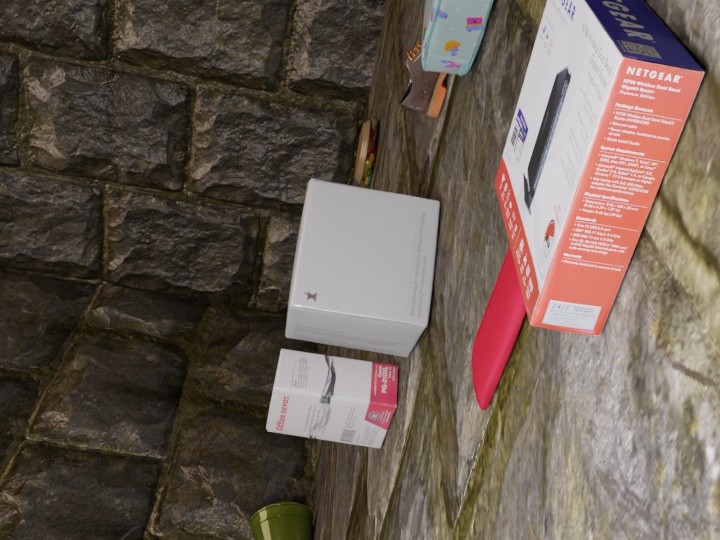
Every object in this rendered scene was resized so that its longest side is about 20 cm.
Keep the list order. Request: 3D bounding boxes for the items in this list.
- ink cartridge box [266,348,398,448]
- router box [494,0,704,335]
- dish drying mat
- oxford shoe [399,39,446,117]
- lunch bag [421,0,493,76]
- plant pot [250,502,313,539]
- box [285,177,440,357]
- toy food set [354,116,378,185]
[{"bbox_3d":[-0.048,0.213,1.464,0.145,0.198,0.085,105,172,-50],"label":"ink cartridge box"},{"bbox_3d":[0.146,-0.088,0.595,0.201,0.048,0.181,-88,8,-58],"label":"router box"},{"bbox_3d":[0.129,0.030,0.775,0.077,0.018,0.201,-88,8,-47],"label":"dish drying mat"},{"bbox_3d":[0.108,-0.339,1.384,0.071,0.072,0.201,-89,9,-62],"label":"oxford shoe"},{"bbox_3d":[0.131,-0.372,1.153,0.201,0.076,0.161,105,174,-52],"label":"lunch bag"},{"bbox_3d":[-0.232,0.847,2.695,0.194,0.199,0.201,-102,19,-45],"label":"plant pot"},{"bbox_3d":[0.000,0.000,1.298,0.171,0.198,0.201,106,173,-69],"label":"box"},{"bbox_3d":[0.018,-0.357,2.676,0.200,0.048,0.199,-91,11,-63],"label":"toy food set"}]
